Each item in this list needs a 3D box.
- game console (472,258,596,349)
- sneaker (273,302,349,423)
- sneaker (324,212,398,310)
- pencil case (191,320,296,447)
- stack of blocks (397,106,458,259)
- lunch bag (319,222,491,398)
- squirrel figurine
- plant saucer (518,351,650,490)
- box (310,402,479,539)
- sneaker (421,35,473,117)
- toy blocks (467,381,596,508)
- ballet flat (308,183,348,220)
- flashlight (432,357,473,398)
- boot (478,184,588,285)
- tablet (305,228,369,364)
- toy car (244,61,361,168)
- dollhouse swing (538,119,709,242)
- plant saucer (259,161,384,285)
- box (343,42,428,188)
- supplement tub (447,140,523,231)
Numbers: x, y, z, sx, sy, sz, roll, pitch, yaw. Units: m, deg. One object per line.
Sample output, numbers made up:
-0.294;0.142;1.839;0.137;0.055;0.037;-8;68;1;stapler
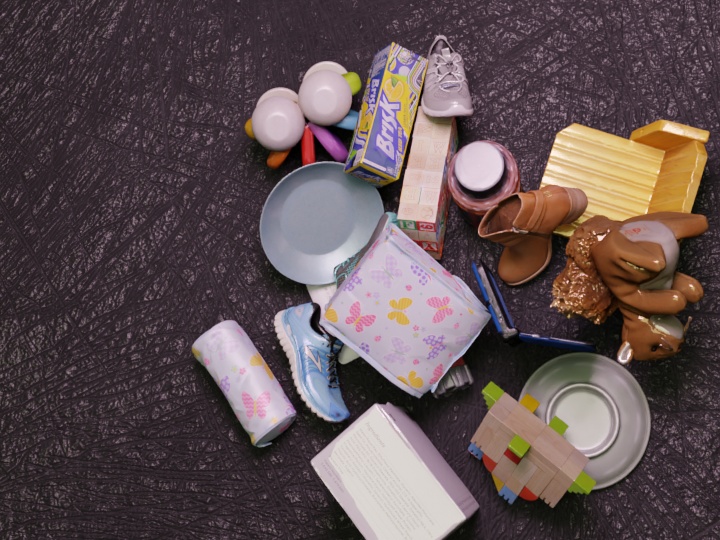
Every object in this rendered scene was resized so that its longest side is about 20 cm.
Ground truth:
0.249;0.054;1.427;0.117;0.200;0.173;-23;80;8;game console
-0.062;0.140;1.543;0.089;0.078;0.202;-28;77;14;sneaker
0.000;0.000;1.534;0.090;0.077;0.203;24;99;25;sneaker
-0.184;0.176;1.567;0.090;0.083;0.201;-40;75;10;pencil case
0.106;-0.134;1.532;0.058;0.116;0.203;6;65;12;stack of blocks
0.066;0.063;1.440;0.199;0.127;0.170;38;103;-4;lunch bag
0.364;0.027;1.357;0.198;0.141;0.189;11;124;35;squirrel figurine
0.326;0.220;1.464;0.196;0.050;0.204;-2;81;12;plant saucer
0.055;0.308;1.433;0.130;0.199;0.201;-40;75;4;box
0.125;-0.293;1.511;0.073;0.201;0.083;-4;123;-7;sneaker
0.232;0.276;1.441;0.199;0.138;0.100;38;46;16;toy blocks
-0.054;-0.118;1.591;0.198;0.073;0.074;-33;76;6;ballet flat
0.110;0.090;1.528;0.067;0.067;0.203;-35;67;43;flashlight
0.223;-0.051;1.444;0.074;0.153;0.201;55;130;28;boot
-0.015;0.032;1.587;0.129;0.014;0.202;-26;77;7;tablet
-0.075;-0.230;1.576;0.198;0.175;0.151;-27;106;7;toy car
0.370;-0.125;1.453;0.173;0.182;0.203;20;86;-6;dollhouse swing
-0.062;-0.078;1.548;0.197;0.039;0.204;-7;116;-14;plant saucer
0.039;-0.233;1.507;0.069;0.064;0.203;21;74;-22;box
0.185;-0.125;1.469;0.105;0.200;0.109;-2;79;12;supplement tub
